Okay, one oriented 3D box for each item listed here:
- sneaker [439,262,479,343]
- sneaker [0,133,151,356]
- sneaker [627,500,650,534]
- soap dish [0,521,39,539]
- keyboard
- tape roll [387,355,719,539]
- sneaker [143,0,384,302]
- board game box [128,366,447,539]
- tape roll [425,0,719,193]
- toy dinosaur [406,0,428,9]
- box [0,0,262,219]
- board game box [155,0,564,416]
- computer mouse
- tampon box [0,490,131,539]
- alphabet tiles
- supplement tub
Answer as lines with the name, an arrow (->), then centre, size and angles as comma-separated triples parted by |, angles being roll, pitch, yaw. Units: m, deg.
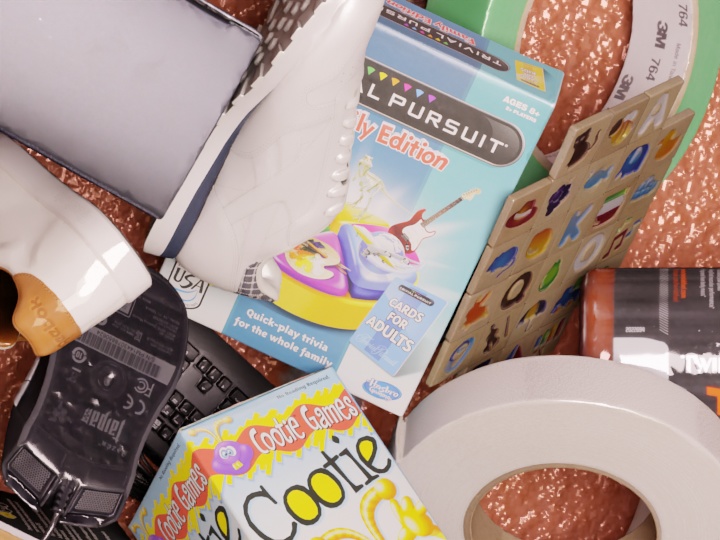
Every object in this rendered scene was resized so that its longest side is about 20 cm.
sneaker -> 0.000, 0.000, 1.436 | 0.199, 0.084, 0.075 | 3, 97, -17
sneaker -> -0.183, -0.013, 1.318 | 0.085, 0.200, 0.073 | -41, 120, -11
sneaker -> 0.202, 0.090, 1.516 | 0.080, 0.076, 0.200 | 37, 81, -9
soap dish -> -0.177, 0.208, 1.258 | 0.199, 0.081, 0.158 | 29, 114, -20
keyboard -> -0.068, 0.116, 1.457 | 0.200, 0.040, 0.104 | 43, 84, -17
tape roll -> 0.109, 0.128, 1.414 | 0.201, 0.037, 0.204 | 3, 133, 4
sneaker -> -0.032, -0.070, 1.286 | 0.080, 0.077, 0.200 | 29, 125, -9
board game box -> -0.017, 0.170, 1.345 | 0.103, 0.105, 0.200 | -21, 65, -34
tape roll -> 0.119, -0.125, 1.428 | 0.200, 0.048, 0.202 | -18, 117, -39
toy dinosaur -> 0.014, -0.133, 1.418 | 0.200, 0.086, 0.136 | 37, 89, -16
box -> -0.155, -0.115, 1.312 | 0.148, 0.200, 0.105 | 30, 90, -18
board game box -> -0.005, -0.042, 1.355 | 0.150, 0.047, 0.201 | 24, 118, -1
computer mouse -> -0.171, 0.079, 1.329 | 0.140, 0.046, 0.201 | 22, 66, -20
tampon box -> -0.228, 0.193, 1.374 | 0.199, 0.126, 0.151 | 15, 94, -18
alphabet tiles -> 0.108, -0.013, 1.401 | 0.166, 0.006, 0.201 | -26, 148, -44
supplement tub -> 0.219, 0.050, 1.426 | 0.199, 0.107, 0.108 | -1, 99, 8
